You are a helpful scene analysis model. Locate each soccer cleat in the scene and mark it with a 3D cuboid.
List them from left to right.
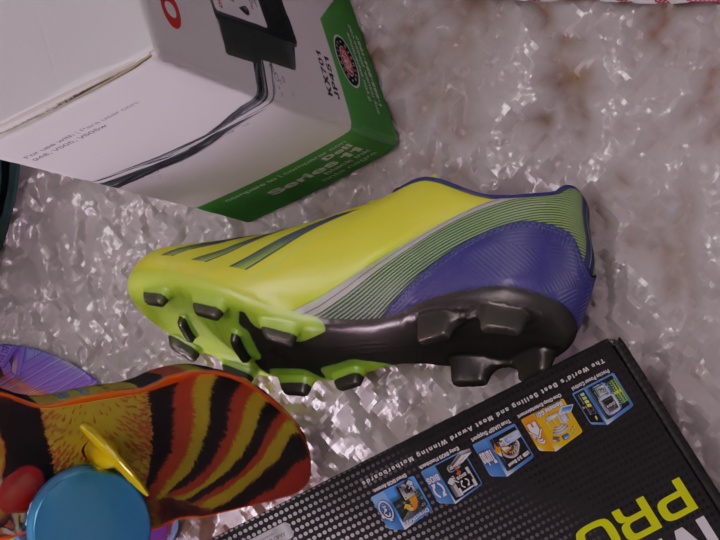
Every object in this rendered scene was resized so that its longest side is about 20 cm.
[{"bbox_3d":[0.001,0.000,0.812,0.199,0.065,0.084,0,55,29],"label":"soccer cleat"}]

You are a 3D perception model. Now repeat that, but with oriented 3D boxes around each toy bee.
[{"bbox_3d":[-0.122,0.072,0.784,0.131,0.200,0.109,-9,105,51],"label":"toy bee"}]

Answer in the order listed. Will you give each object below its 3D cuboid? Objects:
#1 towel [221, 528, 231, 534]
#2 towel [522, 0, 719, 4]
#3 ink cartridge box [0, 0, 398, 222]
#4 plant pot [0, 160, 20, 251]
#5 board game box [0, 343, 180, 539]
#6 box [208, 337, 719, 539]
[{"bbox_3d":[-0.042,0.225,0.787,0.165,0.086,0.200,37,101,24],"label":"towel"},{"bbox_3d":[0.117,-0.175,0.780,0.199,0.030,0.147,5,88,25],"label":"towel"},{"bbox_3d":[-0.079,-0.109,0.771,0.083,0.200,0.147,-24,76,21],"label":"ink cartridge box"},{"bbox_3d":[-0.263,-0.049,0.868,0.195,0.200,0.201,18,93,17],"label":"plant pot"},{"bbox_3d":[-0.168,0.132,0.878,0.158,0.039,0.201,23,95,25],"label":"board game box"},{"bbox_3d":[0.044,0.136,0.719,0.199,0.044,0.161,-26,63,-8],"label":"box"}]
